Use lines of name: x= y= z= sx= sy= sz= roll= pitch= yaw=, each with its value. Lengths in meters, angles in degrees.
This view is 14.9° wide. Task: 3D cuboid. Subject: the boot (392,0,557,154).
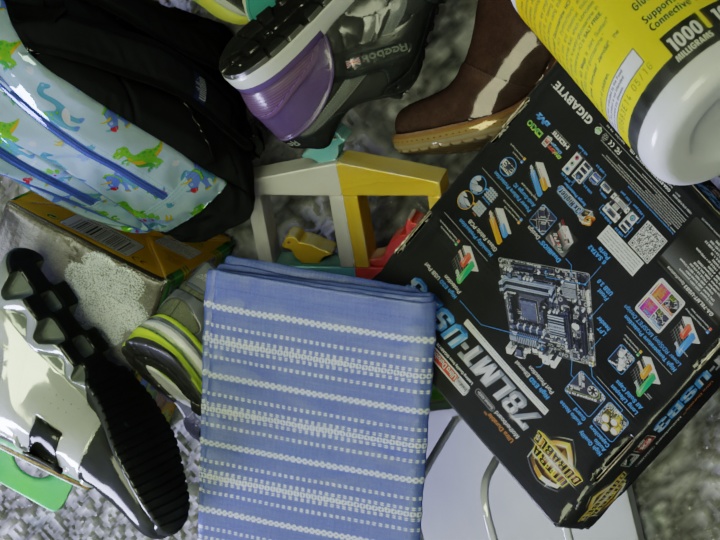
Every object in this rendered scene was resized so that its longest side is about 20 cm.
boot: x=0.094 y=-0.168 z=1.683 sx=0.200 sy=0.072 sz=0.167 roll=-18 pitch=83 yaw=23

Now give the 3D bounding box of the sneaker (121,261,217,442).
sneaker: x=-0.075 y=0.069 z=1.736 sx=0.074 sy=0.200 sz=0.081 roll=27 pitch=73 yaw=31

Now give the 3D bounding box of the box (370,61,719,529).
box: x=0.125 y=0.012 z=1.598 sx=0.199 sy=0.050 sz=0.200 roll=-51 pitch=61 yaw=18

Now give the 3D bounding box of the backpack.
backpack: x=-0.172 y=-0.114 z=1.679 sx=0.153 sy=0.200 sz=0.164 roll=-25 pitch=55 yaw=21

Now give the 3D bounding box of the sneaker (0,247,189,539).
sneaker: x=-0.183 y=0.091 z=1.693 sx=0.088 sy=0.074 sz=0.200 roll=-39 pitch=80 yaw=22

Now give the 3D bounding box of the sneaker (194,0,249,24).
sneaker: x=-0.140 y=-0.219 z=1.746 sx=0.200 sy=0.078 sz=0.090 roll=40 pitch=137 yaw=2

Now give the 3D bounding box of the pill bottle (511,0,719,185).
pill bottle: x=0.154 y=-0.153 z=1.549 sx=0.112 sy=0.112 sz=0.200 roll=-50 pitch=60 yaw=22

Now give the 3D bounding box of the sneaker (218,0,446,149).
sneaker: x=0.015 y=-0.155 z=1.666 sx=0.200 sy=0.076 sz=0.088 roll=-38 pitch=118 yaw=3

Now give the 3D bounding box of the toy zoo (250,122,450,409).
toy zoo: x=0.000 y=0.000 z=1.732 sx=0.131 sy=0.020 sz=0.200 roll=2 pitch=121 yaw=19

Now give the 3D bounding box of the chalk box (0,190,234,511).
chalk box: x=-0.185 y=0.056 z=1.788 sx=0.124 sy=0.124 sz=0.200 roll=26 pitch=110 yaw=11

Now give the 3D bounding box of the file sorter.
file sorter: x=0.062 y=0.169 z=1.714 sx=0.199 sy=0.125 sz=0.139 roll=-8 pitch=109 yaw=20

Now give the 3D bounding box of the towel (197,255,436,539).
towel: x=-0.028 y=0.097 z=1.646 sx=0.144 sy=0.024 sz=0.201 roll=9 pitch=106 yaw=17

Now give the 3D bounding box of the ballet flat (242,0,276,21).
ballet flat: x=-0.036 y=-0.243 z=1.701 sx=0.069 sy=0.069 sz=0.201 roll=8 pitch=100 yaw=18
